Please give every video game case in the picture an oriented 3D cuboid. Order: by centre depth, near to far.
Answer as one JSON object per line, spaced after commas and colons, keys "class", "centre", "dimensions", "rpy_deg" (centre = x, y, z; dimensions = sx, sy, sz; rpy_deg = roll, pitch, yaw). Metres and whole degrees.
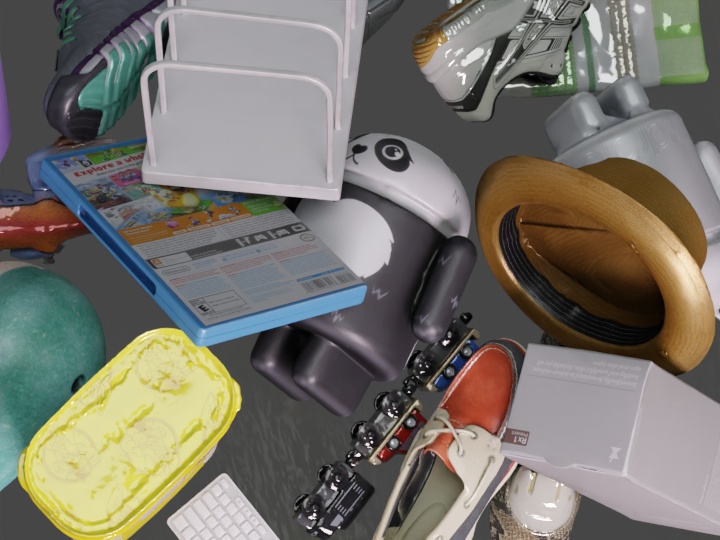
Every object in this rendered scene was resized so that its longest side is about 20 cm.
{"class": "video game case", "centre": [-0.109, -0.027, 1.491], "dimensions": [0.142, 0.018, 0.200], "rpy_deg": [-15, 46, -38]}

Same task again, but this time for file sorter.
{"class": "file sorter", "centre": [-0.071, -0.170, 1.506], "dimensions": [0.137, 0.125, 0.201], "rpy_deg": [6, 55, 3]}

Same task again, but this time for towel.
{"class": "towel", "centre": [0.162, -0.207, 1.676], "dimensions": [0.198, 0.031, 0.151], "rpy_deg": [-4, 82, -9]}

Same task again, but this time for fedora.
{"class": "fedora", "centre": [0.171, -0.019, 1.494], "dimensions": [0.201, 0.201, 0.082], "rpy_deg": [44, 60, 4]}

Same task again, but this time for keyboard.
{"class": "keyboard", "centre": [-0.057, 0.241, 1.575], "dimensions": [0.056, 0.011, 0.200], "rpy_deg": [-38, 85, -11]}

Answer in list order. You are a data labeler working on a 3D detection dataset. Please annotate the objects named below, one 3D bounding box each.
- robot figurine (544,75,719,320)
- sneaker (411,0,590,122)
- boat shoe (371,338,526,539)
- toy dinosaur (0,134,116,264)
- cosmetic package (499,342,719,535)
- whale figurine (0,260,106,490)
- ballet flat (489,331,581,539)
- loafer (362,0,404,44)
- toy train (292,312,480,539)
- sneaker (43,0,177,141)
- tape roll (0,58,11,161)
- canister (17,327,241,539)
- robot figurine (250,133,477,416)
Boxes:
{"class": "robot figurine", "centre": [0.207, -0.038, 1.601], "dimensions": [0.168, 0.113, 0.201], "rpy_deg": [-22, 82, -19]}
{"class": "sneaker", "centre": [0.133, -0.186, 1.627], "dimensions": [0.199, 0.076, 0.088], "rpy_deg": [-36, 104, -10]}
{"class": "boat shoe", "centre": [0.063, 0.140, 1.556], "dimensions": [0.071, 0.062, 0.201], "rpy_deg": [26, 91, 34]}
{"class": "toy dinosaur", "centre": [-0.241, -0.021, 1.540], "dimensions": [0.180, 0.106, 0.200], "rpy_deg": [14, 39, 25]}
{"class": "cosmetic package", "centre": [0.195, 0.121, 1.519], "dimensions": [0.106, 0.200, 0.091], "rpy_deg": [8, 74, 36]}
{"class": "whale figurine", "centre": [-0.243, 0.097, 1.508], "dimensions": [0.103, 0.159, 0.202], "rpy_deg": [19, 90, 30]}
{"class": "ballet flat", "centre": [0.139, 0.124, 1.584], "dimensions": [0.067, 0.075, 0.202], "rpy_deg": [16, 79, -3]}
{"class": "loafer", "centre": [-0.055, -0.168, 1.624], "dimensions": [0.200, 0.072, 0.063], "rpy_deg": [-40, 79, -9]}
{"class": "toy train", "centre": [0.025, 0.114, 1.595], "dimensions": [0.046, 0.034, 0.200], "rpy_deg": [40, 79, -10]}
{"class": "sneaker", "centre": [-0.198, -0.156, 1.569], "dimensions": [0.087, 0.200, 0.075], "rpy_deg": [23, 120, 9]}
{"class": "tape roll", "centre": [-0.347, -0.114, 1.528], "dimensions": [0.198, 0.066, 0.201], "rpy_deg": [-1, 40, 1]}
{"class": "canister", "centre": [-0.157, 0.121, 1.491], "dimensions": [0.087, 0.200, 0.148], "rpy_deg": [45, 78, 4]}
{"class": "robot figurine", "centre": [-0.002, -0.001, 1.567], "dimensions": [0.149, 0.125, 0.201], "rpy_deg": [27, 78, 0]}
